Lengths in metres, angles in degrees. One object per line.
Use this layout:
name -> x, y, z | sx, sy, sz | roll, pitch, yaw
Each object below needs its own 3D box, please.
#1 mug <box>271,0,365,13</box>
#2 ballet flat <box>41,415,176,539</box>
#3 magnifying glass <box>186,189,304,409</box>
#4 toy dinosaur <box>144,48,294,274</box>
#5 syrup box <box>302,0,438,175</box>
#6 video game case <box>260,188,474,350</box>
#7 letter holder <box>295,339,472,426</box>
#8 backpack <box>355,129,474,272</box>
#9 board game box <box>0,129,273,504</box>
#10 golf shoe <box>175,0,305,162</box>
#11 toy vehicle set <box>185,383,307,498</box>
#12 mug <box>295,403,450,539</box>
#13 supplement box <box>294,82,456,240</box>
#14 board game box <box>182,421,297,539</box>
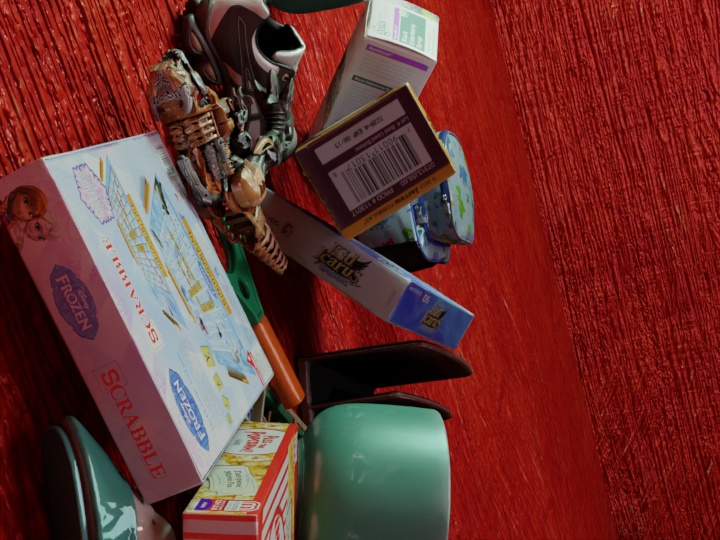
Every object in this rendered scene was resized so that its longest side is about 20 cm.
mug -> -0.056, -0.347, 1.054 | 0.185, 0.113, 0.154 | -40, 122, -70
ballet flat -> -0.138, 0.181, 0.583 | 0.070, 0.067, 0.203 | -5, 87, -35
magnifying glass -> -0.098, 0.024, 0.841 | 0.202, 0.022, 0.080 | 63, 15, -14
toy dinosaur -> -0.108, -0.081, 0.789 | 0.137, 0.101, 0.202 | -82, 174, -50
syrup box -> 0.009, -0.181, 1.066 | 0.201, 0.081, 0.079 | 121, -18, -45
video game case -> 0.000, 0.000, 0.961 | 0.046, 0.180, 0.200 | -59, 156, 1
letter holder -> 0.040, 0.143, 1.042 | 0.200, 0.140, 0.102 | 35, 46, -65
backpack -> 0.060, -0.103, 1.246 | 0.183, 0.145, 0.203 | 4, 73, -74
board game box -> -0.133, 0.016, 0.651 | 0.200, 0.041, 0.202 | -58, 123, -77
golf shoe -> -0.085, -0.169, 0.925 | 0.200, 0.093, 0.079 | 56, 27, -54
toy vehicle set -> -0.082, 0.162, 0.843 | 0.201, 0.026, 0.125 | 58, 27, -48
mug -> -0.002, 0.198, 0.821 | 0.153, 0.113, 0.187 | -99, -163, -61
supplement box -> 0.007, -0.100, 0.907 | 0.086, 0.110, 0.200 | 59, 1, -8
board game box -> -0.075, 0.199, 0.666 | 0.200, 0.046, 0.154 | -66, 157, -83
